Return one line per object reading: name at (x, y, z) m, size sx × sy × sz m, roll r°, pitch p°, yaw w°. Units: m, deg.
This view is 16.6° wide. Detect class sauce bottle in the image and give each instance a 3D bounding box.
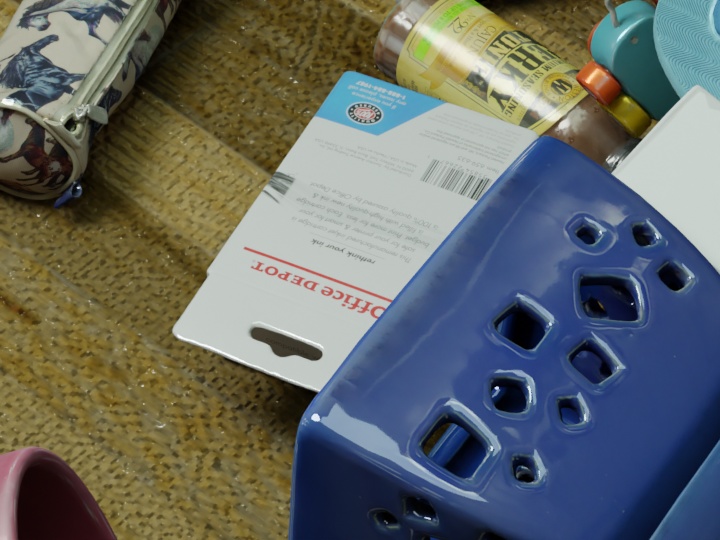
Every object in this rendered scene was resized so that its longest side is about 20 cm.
sauce bottle at (0.099, -0.084, 1.321) m, size 0.200 × 0.065 × 0.065 m, roll 35°, pitch 59°, yaw 24°

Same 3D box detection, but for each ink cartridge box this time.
ink cartridge box at (0.000, 0.000, 1.252) m, size 0.116 × 0.067 × 0.200 m, roll 20°, pitch 53°, yaw 18°

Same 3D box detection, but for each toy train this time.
toy train at (0.194, -0.141, 1.276) m, size 0.200 × 0.150 × 0.056 m, roll -5°, pitch 30°, yaw -28°

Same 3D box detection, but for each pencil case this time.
pencil case at (-0.149, -0.127, 1.356) m, size 0.089 × 0.078 × 0.200 m, roll 1°, pitch 47°, yaw 30°

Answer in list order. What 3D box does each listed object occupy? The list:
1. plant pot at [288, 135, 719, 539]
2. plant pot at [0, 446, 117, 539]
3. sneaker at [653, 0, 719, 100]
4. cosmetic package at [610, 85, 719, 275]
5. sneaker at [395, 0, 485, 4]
plant pot at (0.093, 0.097, 1.088) m, size 0.180 × 0.200 × 0.200 m, roll 30°, pitch 57°, yaw 18°
plant pot at (-0.185, 0.194, 1.031) m, size 0.179 × 0.200 × 0.200 m, roll -19°, pitch 50°, yaw 7°
sneaker at (0.236, -0.076, 1.167) m, size 0.131 × 0.080 × 0.200 m, roll 14°, pitch 22°, yaw -49°
cosmetic package at (0.205, 0.017, 1.124) m, size 0.200 × 0.101 × 0.071 m, roll 40°, pitch 74°, yaw 16°
sneaker at (0.125, -0.186, 1.401) m, size 0.200 × 0.073 × 0.112 m, roll -39°, pitch 71°, yaw -17°
